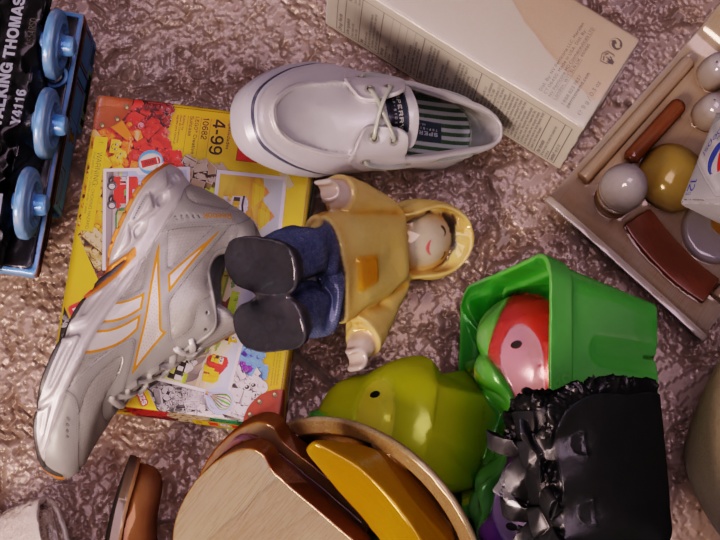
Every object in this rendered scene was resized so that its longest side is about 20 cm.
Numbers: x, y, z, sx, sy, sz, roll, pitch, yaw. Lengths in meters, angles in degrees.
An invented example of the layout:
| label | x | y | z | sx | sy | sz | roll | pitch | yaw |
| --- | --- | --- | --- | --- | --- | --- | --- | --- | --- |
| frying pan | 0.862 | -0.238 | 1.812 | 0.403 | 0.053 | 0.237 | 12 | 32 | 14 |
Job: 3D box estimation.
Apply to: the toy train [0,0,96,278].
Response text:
| label | x | y | z | sx | sy | sz | roll | pitch | yaw |
| --- | --- | --- | --- | --- | --- | --- | --- | --- | --- |
| toy train | -0.227 | -0.089 | 0.953 | 0.086 | 0.114 | 0.201 | 6 | 77 | 3 |

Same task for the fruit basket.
| label | x | y | z | sx | sy | sz | roll | pitch | yaw |
| --- | --- | --- | --- | --- | --- | --- | --- | --- | --- |
| fruit basket | 0.075 | 0.098 | 0.918 | 0.215 | 0.155 | 0.217 | 4 | 78 | -19 |

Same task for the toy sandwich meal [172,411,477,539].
| label | x | y | z | sx | sy | sz | roll | pitch | yaw |
| --- | --- | --- | --- | --- | --- | --- | --- | --- | --- |
| toy sandwich meal | -0.018 | 0.176 | 0.879 | 0.205 | 0.205 | 0.070 | 50 | 37 | 8 |

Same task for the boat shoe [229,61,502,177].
| label | x | y | z | sx | sy | sz | roll | pitch | yaw |
| --- | --- | --- | --- | --- | --- | --- | --- | --- | --- |
| boat shoe | 0.010 | -0.100 | 0.932 | 0.199 | 0.067 | 0.074 | -6 | 90 | -44 |

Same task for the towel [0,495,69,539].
| label | x | y | z | sx | sy | sz | roll | pitch | yaw |
| --- | --- | --- | --- | --- | --- | --- | --- | --- | --- |
| towel | -0.220 | 0.252 | 0.894 | 0.132 | 0.034 | 0.201 | -22 | 76 | 26 |

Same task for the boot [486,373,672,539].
| label | x | y | z | sx | sy | sz | roll | pitch | yaw |
| --- | --- | --- | --- | --- | --- | --- | --- | --- | --- |
| boot | 0.164 | 0.141 | 0.836 | 0.198 | 0.073 | 0.163 | -1 | 79 | -34 |

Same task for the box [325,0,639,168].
| label | x | y | z | sx | sy | sz | roll | pitch | yaw |
| --- | --- | --- | --- | --- | --- | --- | --- | --- | --- |
| box | 0.078 | -0.163 | 0.991 | 0.200 | 0.095 | 0.078 | 33 | 78 | 4 |

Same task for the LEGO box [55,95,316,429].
| label | x | y | z | sx | sy | sz | roll | pitch | yaw |
| --- | --- | --- | --- | --- | --- | --- | --- | --- | --- |
| LEGO box | -0.111 | -0.001 | 0.958 | 0.148 | 0.077 | 0.201 | 6 | 78 | 0 |

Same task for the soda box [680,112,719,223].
| label | x | y | z | sx | sy | sz | roll | pitch | yaw |
| --- | --- | --- | --- | --- | --- | --- | --- | --- | --- |
| soda box | 0.314 | -0.034 | 0.951 | 0.199 | 0.063 | 0.069 | 24 | 85 | -18 |

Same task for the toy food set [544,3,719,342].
| label | x | y | z | sx | sy | sz | roll | pitch | yaw |
| --- | --- | --- | --- | --- | --- | --- | --- | --- | --- |
| toy food set | 0.240 | -0.070 | 0.993 | 0.143 | 0.060 | 0.200 | 42 | 80 | 7 |

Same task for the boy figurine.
| label | x | y | z | sx | sy | sz | roll | pitch | yaw |
| --- | --- | --- | --- | --- | --- | --- | --- | --- | --- |
| boy figurine | 0.000 | 0.000 | 0.923 | 0.064 | 0.200 | 0.125 | 1 | 101 | 38 |

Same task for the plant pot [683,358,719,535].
| label | x | y | z | sx | sy | sz | roll | pitch | yaw |
| --- | --- | --- | --- | --- | --- | --- | --- | --- | --- |
| plant pot | 0.283 | 0.114 | 0.907 | 0.134 | 0.200 | 0.201 | -37 | 80 | 26 |

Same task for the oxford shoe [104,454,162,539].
| label | x | y | z | sx | sy | sz | roll | pitch | yaw |
| --- | --- | --- | --- | --- | --- | --- | --- | --- | --- |
| oxford shoe | -0.133 | 0.217 | 0.920 | 0.071 | 0.071 | 0.201 | 2 | 89 | -6 |

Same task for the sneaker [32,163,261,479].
| label | x | y | z | sx | sy | sz | roll | pitch | yaw |
| --- | --- | --- | --- | --- | --- | --- | --- | --- | --- |
| sneaker | -0.125 | 0.039 | 0.874 | 0.092 | 0.076 | 0.201 | 25 | 80 | -1 |
